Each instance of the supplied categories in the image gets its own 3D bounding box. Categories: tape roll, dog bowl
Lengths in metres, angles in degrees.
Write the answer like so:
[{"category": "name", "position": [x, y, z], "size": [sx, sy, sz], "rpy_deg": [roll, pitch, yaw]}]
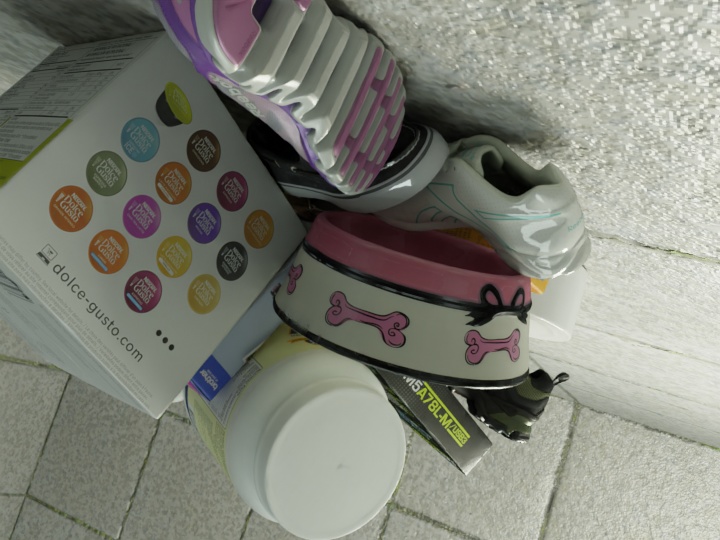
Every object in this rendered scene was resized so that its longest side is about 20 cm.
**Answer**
[{"category": "tape roll", "position": [0.137, 0.011, 0.890], "size": [0.198, 0.072, 0.203], "rpy_deg": [18, 172, 3]}, {"category": "dog bowl", "position": [0.038, 0.013, 0.618], "size": [0.196, 0.075, 0.200], "rpy_deg": [15, -169, -3]}]

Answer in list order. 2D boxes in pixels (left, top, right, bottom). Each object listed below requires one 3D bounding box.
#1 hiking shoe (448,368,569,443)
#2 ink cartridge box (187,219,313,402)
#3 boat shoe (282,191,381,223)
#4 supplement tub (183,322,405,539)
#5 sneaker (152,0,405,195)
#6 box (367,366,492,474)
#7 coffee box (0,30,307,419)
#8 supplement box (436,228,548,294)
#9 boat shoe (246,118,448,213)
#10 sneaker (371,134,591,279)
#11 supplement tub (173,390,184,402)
[{"category": "hiking shoe", "position": [0.108, 0.074, 0.822], "size": [0.199, 0.101, 0.076], "rpy_deg": [41, 172, -8]}, {"category": "ink cartridge box", "position": [-0.117, 0.033, 0.711], "size": [0.118, 0.200, 0.042], "rpy_deg": [17, 147, 51]}, {"category": "boat shoe", "position": [-0.052, -0.077, 0.741], "size": [0.198, 0.074, 0.072], "rpy_deg": [11, 168, 45]}, {"category": "supplement tub", "position": [-0.061, 0.124, 0.715], "size": [0.143, 0.147, 0.199], "rpy_deg": [23, -178, -31]}, {"category": "sneaker", "position": [-0.044, -0.116, 0.473], "size": [0.087, 0.082, 0.200], "rpy_deg": [22, 170, 34]}, {"category": "box", "position": [0.015, 0.085, 0.803], "size": [0.194, 0.048, 0.199], "rpy_deg": [49, 170, -34]}, {"category": "coffee box", "position": [-0.203, -0.044, 0.663], "size": [0.198, 0.199, 0.201], "rpy_deg": [10, 143, 46]}, {"category": "supplement box", "position": [0.073, -0.036, 0.741], "size": [0.197, 0.070, 0.066], "rpy_deg": [12, 173, 30]}, {"category": "boat shoe", "position": [-0.021, -0.093, 0.608], "size": [0.066, 0.071, 0.199], "rpy_deg": [42, 165, -33]}, {"category": "sneaker", "position": [0.072, -0.065, 0.596], "size": [0.198, 0.071, 0.081], "rpy_deg": [21, 149, 34]}, {"category": "supplement tub", "position": [-0.164, 0.023, 0.852], "size": [0.121, 0.201, 0.124], "rpy_deg": [23, 140, 20]}]
